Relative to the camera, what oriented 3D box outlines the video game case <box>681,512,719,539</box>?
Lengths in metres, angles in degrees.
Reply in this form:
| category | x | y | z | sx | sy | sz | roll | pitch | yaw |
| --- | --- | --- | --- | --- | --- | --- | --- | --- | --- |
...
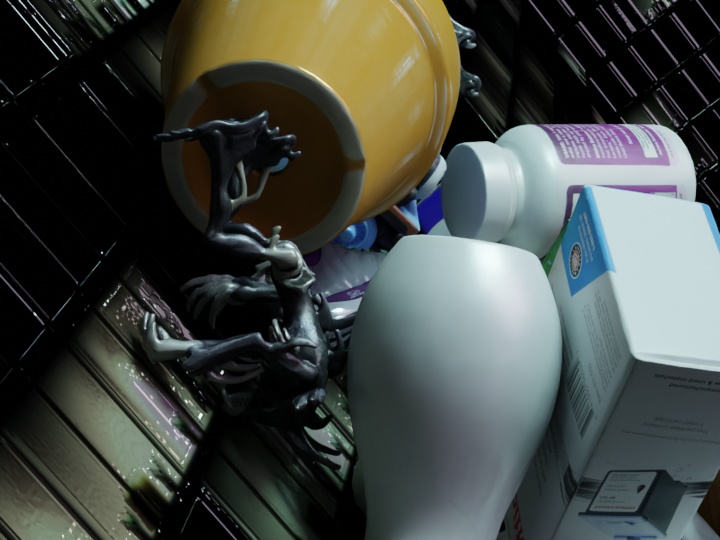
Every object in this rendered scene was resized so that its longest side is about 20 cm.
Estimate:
| category | x | y | z | sx | sy | sz | roll | pitch | yaw |
| --- | --- | --- | --- | --- | --- | --- | --- | --- | --- |
| video game case | 0.211 | 0.203 | 1.140 | 0.182 | 0.023 | 0.201 | 52 | -17 | 40 |

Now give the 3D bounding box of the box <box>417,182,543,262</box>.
| category | x | y | z | sx | sy | sz | roll | pitch | yaw |
| --- | --- | --- | --- | --- | --- | --- | --- | --- | --- |
| box | 0.166 | 0.009 | 1.462 | 0.183 | 0.105 | 0.201 | 17 | 39 | -60 |

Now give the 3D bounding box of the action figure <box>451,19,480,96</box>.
| category | x | y | z | sx | sy | sz | roll | pitch | yaw |
| --- | --- | --- | --- | --- | --- | --- | --- | --- | --- |
| action figure | 0.030 | -0.123 | 1.350 | 0.201 | 0.101 | 0.119 | -63 | 153 | -30 |

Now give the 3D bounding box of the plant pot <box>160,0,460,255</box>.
| category | x | y | z | sx | sy | sz | roll | pitch | yaw |
| --- | --- | --- | --- | --- | --- | --- | --- | --- | --- |
| plant pot | -0.043 | -0.100 | 0.995 | 0.200 | 0.199 | 0.184 | 48 | 23 | -14 |

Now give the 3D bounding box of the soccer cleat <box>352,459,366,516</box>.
| category | x | y | z | sx | sy | sz | roll | pitch | yaw |
| --- | --- | --- | --- | --- | --- | --- | --- | --- | --- |
| soccer cleat | 0.043 | 0.117 | 1.029 | 0.199 | 0.077 | 0.070 | -25 | 107 | -54 |

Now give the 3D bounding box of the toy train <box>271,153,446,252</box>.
| category | x | y | z | sx | sy | sz | roll | pitch | yaw |
| --- | --- | --- | --- | --- | --- | --- | --- | --- | --- |
| toy train | -0.024 | -0.098 | 1.151 | 0.200 | 0.114 | 0.087 | 41 | 21 | -18 |

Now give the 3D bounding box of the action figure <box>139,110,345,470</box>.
| category | x | y | z | sx | sy | sz | roll | pitch | yaw |
| --- | --- | --- | --- | --- | --- | --- | --- | --- | --- |
| action figure | -0.065 | 0.017 | 0.880 | 0.119 | 0.101 | 0.202 | -48 | 127 | -80 |

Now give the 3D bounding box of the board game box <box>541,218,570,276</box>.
| category | x | y | z | sx | sy | sz | roll | pitch | yaw |
| --- | --- | --- | --- | --- | --- | --- | --- | --- | --- |
| board game box | 0.166 | 0.054 | 1.261 | 0.023 | 0.201 | 0.105 | -21 | 66 | -31 |

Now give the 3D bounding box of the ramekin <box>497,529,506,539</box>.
| category | x | y | z | sx | sy | sz | roll | pitch | yaw |
| --- | --- | --- | --- | --- | --- | --- | --- | --- | --- |
| ramekin | 0.157 | 0.241 | 1.019 | 0.202 | 0.094 | 0.203 | 46 | 19 | -21 |

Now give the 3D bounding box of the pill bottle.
| category | x | y | z | sx | sy | sz | roll | pitch | yaw |
| --- | --- | --- | --- | --- | --- | --- | --- | --- | --- |
| pill bottle | 0.172 | -0.066 | 1.322 | 0.198 | 0.113 | 0.113 | -2 | 47 | -24 |

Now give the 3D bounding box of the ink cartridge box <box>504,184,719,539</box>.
| category | x | y | z | sx | sy | sz | roll | pitch | yaw |
| --- | --- | --- | --- | --- | --- | --- | --- | --- | --- |
| ink cartridge box | 0.148 | 0.076 | 0.918 | 0.085 | 0.201 | 0.147 | 6 | 40 | -11 |

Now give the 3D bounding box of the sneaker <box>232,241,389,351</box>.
| category | x | y | z | sx | sy | sz | roll | pitch | yaw |
| --- | --- | --- | --- | --- | --- | --- | --- | --- | --- |
| sneaker | 0.000 | 0.000 | 1.072 | 0.088 | 0.075 | 0.199 | 49 | 30 | 16 |

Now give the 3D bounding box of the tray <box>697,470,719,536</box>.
| category | x | y | z | sx | sy | sz | roll | pitch | yaw |
| --- | --- | --- | --- | --- | --- | --- | --- | --- | --- |
| tray | 0.262 | 0.186 | 1.080 | 0.099 | 0.037 | 0.202 | -109 | -177 | -62 |

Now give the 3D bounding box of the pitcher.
| category | x | y | z | sx | sy | sz | roll | pitch | yaw |
| --- | --- | --- | --- | --- | --- | --- | --- | --- | --- |
| pitcher | 0.055 | 0.090 | 0.907 | 0.171 | 0.120 | 0.202 | 24 | 73 | -72 |
